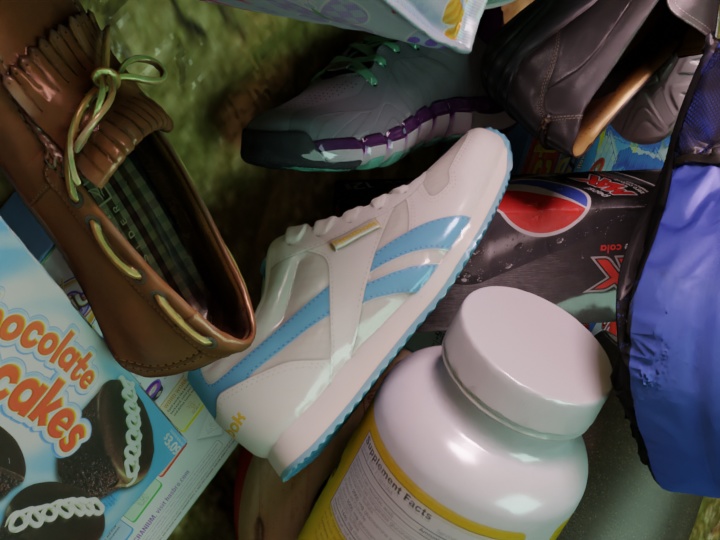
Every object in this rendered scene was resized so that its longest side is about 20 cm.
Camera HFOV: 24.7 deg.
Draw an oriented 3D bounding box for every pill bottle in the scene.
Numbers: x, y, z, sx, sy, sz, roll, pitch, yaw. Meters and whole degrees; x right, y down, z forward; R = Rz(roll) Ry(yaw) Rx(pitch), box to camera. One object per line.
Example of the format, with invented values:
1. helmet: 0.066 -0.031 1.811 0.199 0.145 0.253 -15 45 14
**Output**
1. pill bottle: 0.043 0.110 0.809 0.111 0.112 0.201 -11 138 -47

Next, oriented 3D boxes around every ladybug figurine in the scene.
1. ladybug figurine: -0.016 0.110 0.920 0.135 0.072 0.202 -18 134 -32

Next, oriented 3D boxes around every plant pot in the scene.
1. plant pot: 0.130 0.145 1.018 0.201 0.187 0.186 -56 145 8

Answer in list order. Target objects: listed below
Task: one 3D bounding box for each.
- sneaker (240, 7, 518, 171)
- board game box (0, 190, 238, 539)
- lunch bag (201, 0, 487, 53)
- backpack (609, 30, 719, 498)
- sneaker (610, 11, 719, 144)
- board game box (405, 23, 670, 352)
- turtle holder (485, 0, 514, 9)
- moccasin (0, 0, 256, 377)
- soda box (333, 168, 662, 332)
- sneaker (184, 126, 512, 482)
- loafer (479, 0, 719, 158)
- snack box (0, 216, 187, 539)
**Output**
1. sneaker: 0.008 -0.103 0.831 0.199 0.074 0.089 -19 111 -51
2. board game box: -0.129 0.057 0.781 0.154 0.040 0.200 -52 144 -11
3. lunch bag: -0.056 -0.168 0.596 0.200 0.168 0.129 32 78 -55
4. backpack: 0.207 0.006 0.758 0.201 0.166 0.163 -61 141 -30
5. sneaker: 0.173 -0.166 0.924 0.099 0.077 0.203 20 73 -64
6. board game box: 0.120 -0.041 1.006 0.195 0.056 0.202 -4 117 -50
7. turtle holder: 0.052 -0.192 0.770 0.132 0.141 0.186 -48 -174 9
8. moccasin: -0.104 -0.050 0.654 0.074 0.077 0.203 -37 108 -48
9. soda box: 0.086 -0.012 0.890 0.197 0.063 0.072 -3 112 -13
10. sneaker: 0.000 0.000 0.790 0.200 0.081 0.077 -50 176 -17
11. loafer: 0.156 -0.134 0.824 0.200 0.073 0.073 -42 147 7
12. snack box: -0.161 0.054 0.672 0.116 0.037 0.201 -49 139 -15
